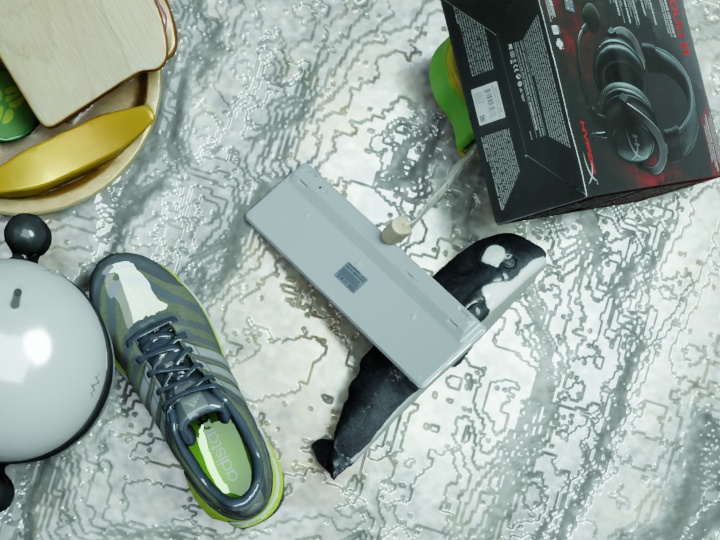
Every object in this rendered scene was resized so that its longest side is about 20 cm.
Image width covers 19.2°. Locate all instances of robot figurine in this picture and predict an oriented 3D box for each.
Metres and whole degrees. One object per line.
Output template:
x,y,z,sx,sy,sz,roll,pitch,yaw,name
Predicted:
-0.214,0.057,1.305,0.124,0.200,0.151,-30,89,-6,robot figurine

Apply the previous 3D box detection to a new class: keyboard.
0.000,0.000,1.368,0.056,0.011,0.200,-45,52,-2,keyboard

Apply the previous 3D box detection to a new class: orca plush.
0.029,0.041,1.389,0.071,0.105,0.200,44,104,11,orca plush

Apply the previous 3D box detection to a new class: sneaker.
-0.109,0.074,1.373,0.074,0.081,0.201,-33,88,-7,sneaker

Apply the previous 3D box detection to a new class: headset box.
0.152,-0.117,1.373,0.199,0.077,0.150,-9,85,-51,headset box

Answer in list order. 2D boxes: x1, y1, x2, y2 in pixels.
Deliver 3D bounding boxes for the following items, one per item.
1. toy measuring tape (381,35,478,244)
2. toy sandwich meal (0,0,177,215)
0.059,-0.105,1.395,0.074,0.074,0.200,42,63,0,toy measuring tape
-0.214,-0.133,1.387,0.203,0.070,0.207,0,85,-5,toy sandwich meal
